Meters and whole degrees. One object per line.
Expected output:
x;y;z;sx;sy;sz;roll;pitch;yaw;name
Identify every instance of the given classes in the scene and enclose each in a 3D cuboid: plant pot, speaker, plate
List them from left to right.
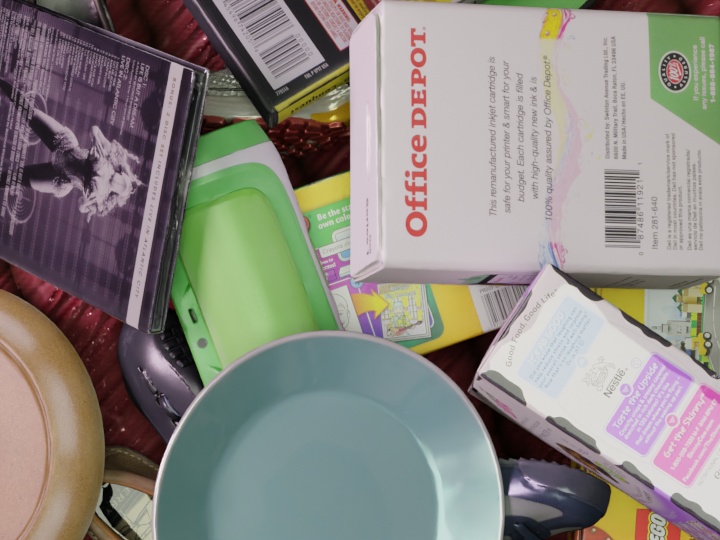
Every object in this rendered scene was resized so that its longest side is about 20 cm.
-0.246;0.106;1.458;0.199;0.027;0.202;-1;87;19;plant pot
-0.058;0.021;1.404;0.088;0.088;0.201;-21;92;-1;speaker
-0.018;0.133;1.355;0.199;0.026;0.202;0;90;-16;plate

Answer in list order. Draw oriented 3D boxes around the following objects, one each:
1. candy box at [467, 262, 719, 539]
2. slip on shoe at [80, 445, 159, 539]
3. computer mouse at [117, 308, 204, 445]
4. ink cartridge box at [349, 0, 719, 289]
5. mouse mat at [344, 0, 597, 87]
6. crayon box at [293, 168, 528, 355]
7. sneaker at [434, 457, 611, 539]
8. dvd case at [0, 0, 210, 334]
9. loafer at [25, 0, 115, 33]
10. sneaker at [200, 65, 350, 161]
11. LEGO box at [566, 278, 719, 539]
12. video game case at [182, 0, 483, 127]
0.159;0.085;1.337;0.199;0.168;0.072;33;86;4;candy box
-0.088;0.176;1.477;0.200;0.061;0.076;40;90;-1;slip on shoe
-0.097;0.104;1.447;0.059;0.034;0.201;-44;60;29;computer mouse
0.095;-0.066;1.375;0.199;0.084;0.146;1;83;-13;ink cartridge box
0.051;-0.182;1.457;0.161;0.008;0.200;43;74;12;mouse mat
0.000;0.000;1.476;0.199;0.058;0.120;-19;91;0;crayon box
0.051;0.158;1.417;0.199;0.070;0.083;-11;57;32;sneaker
-0.164;-0.065;1.413;0.016;0.199;0.150;-1;108;-44;dvd case
-0.171;-0.121;1.468;0.071;0.063;0.201;-11;91;-1;loafer
-0.031;-0.114;1.474;0.199;0.078;0.083;-8;74;-3;sneaker
0.201;0.079;1.460;0.148;0.077;0.202;4;85;1;LEGO box
-0.031;-0.208;1.444;0.180;0.026;0.201;-31;75;-13;video game case
